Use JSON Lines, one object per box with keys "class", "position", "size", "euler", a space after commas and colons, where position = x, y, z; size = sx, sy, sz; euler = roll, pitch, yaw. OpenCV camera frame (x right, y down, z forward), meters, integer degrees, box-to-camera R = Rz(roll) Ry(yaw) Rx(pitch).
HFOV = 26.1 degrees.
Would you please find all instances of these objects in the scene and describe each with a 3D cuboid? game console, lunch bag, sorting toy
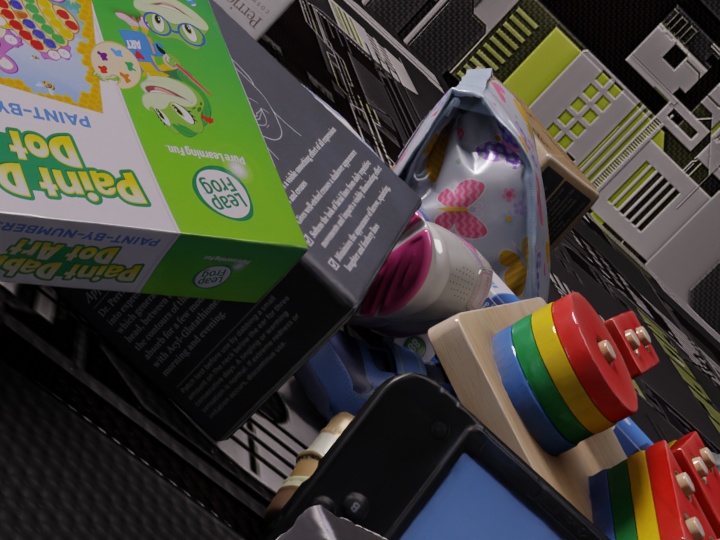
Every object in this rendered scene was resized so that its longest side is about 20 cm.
{"class": "game console", "position": [0.052, 0.162, 0.594], "size": [0.200, 0.176, 0.116], "euler": [43, -16, -10]}
{"class": "lunch bag", "position": [0.075, -0.040, 1.124], "size": [0.126, 0.202, 0.170], "euler": [2, 13, 6]}
{"class": "sorting toy", "position": [0.135, 0.099, 0.823], "size": [0.201, 0.069, 0.199], "euler": [63, 18, 7]}

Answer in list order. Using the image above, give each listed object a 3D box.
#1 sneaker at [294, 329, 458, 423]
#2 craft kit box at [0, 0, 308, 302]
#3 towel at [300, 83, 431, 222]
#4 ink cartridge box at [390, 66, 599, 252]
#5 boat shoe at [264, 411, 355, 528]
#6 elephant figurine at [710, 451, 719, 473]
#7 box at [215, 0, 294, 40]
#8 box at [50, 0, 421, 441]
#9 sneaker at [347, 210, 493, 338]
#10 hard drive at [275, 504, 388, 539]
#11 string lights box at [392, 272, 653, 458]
{"class": "sneaker", "position": [0.038, 0.076, 0.895], "size": [0.200, 0.082, 0.074], "euler": [36, 15, -24]}
{"class": "craft kit box", "position": [-0.135, -0.085, 0.601], "size": [0.199, 0.048, 0.199], "euler": [6, 54, -44]}
{"class": "towel", "position": [-0.037, -0.096, 0.999], "size": [0.147, 0.024, 0.200], "euler": [35, 9, -29]}
{"class": "ink cartridge box", "position": [0.105, -0.069, 1.397], "size": [0.075, 0.165, 0.200], "euler": [34, 15, -30]}
{"class": "boat shoe", "position": [0.053, 0.138, 0.700], "size": [0.200, 0.076, 0.072], "euler": [42, -31, -15]}
{"class": "elephant figurine", "position": [0.275, 0.216, 1.127], "size": [0.200, 0.141, 0.156], "euler": [35, 43, -39]}
{"class": "box", "position": [-0.137, -0.384, 1.634], "size": [0.199, 0.171, 0.200], "euler": [39, 14, -23]}
{"class": "box", "position": [-0.087, -0.044, 0.760], "size": [0.200, 0.107, 0.149], "euler": [44, 25, -4]}
{"class": "sneaker", "position": [0.000, 0.000, 0.914], "size": [0.088, 0.082, 0.199], "euler": [24, -2, -37]}
{"class": "hard drive", "position": [0.012, 0.153, 0.418], "size": [0.200, 0.140, 0.038], "euler": [33, 15, -39]}
{"class": "string lights box", "position": [0.107, 0.104, 0.979], "size": [0.200, 0.103, 0.059], "euler": [47, 12, 15]}
